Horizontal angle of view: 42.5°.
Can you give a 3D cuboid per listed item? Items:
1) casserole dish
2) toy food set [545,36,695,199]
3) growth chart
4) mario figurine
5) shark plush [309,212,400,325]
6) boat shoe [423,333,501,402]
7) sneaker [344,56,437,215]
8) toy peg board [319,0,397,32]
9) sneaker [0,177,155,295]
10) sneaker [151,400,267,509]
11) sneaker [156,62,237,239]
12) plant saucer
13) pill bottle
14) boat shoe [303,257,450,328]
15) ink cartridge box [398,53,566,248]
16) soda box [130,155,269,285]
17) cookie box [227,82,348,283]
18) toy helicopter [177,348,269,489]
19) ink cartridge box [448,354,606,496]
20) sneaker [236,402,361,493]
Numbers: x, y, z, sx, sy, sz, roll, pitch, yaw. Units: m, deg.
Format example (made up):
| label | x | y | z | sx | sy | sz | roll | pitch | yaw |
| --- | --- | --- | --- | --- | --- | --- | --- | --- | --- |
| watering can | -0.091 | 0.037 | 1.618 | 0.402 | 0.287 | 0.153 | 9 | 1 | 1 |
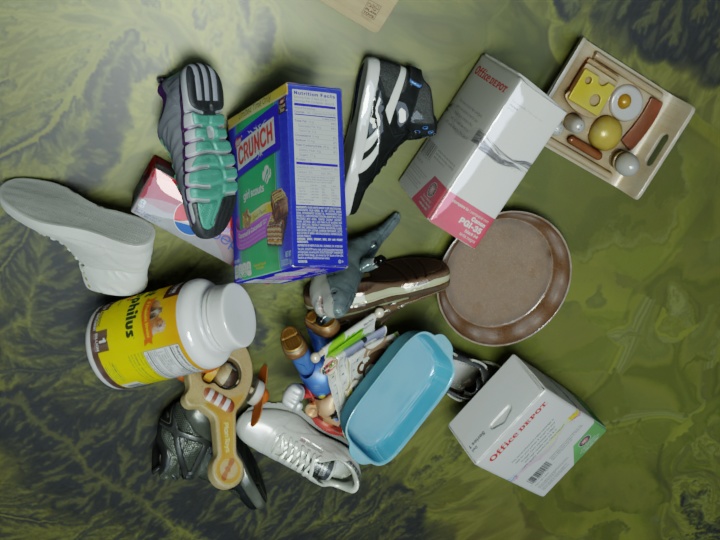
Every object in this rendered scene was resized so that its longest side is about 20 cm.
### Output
| label | x | y | z | sx | sy | sz | roll | pitch | yaw |
| --- | --- | --- | --- | --- | --- | --- | --- | --- | --- |
| casserole dish | 0.046 | 0.164 | 1.226 | 0.201 | 0.039 | 0.121 | -50 | 131 | -10 |
| toy food set | 0.328 | -0.198 | 1.223 | 0.198 | 0.061 | 0.145 | 25 | 106 | -21 |
| growth chart | 0.013 | 0.147 | 1.238 | 0.144 | 0.018 | 0.202 | -37 | 127 | -27 |
| mario figurine | -0.035 | 0.154 | 1.243 | 0.121 | 0.107 | 0.202 | -10 | 131 | 11 |
| shark plush | 0.000 | 0.000 | 1.183 | 0.199 | 0.082 | 0.092 | -34 | 111 | -43 |
| boat shoe | 0.156 | 0.156 | 1.333 | 0.199 | 0.060 | 0.074 | 34 | 101 | -23 |
| sneaker | 0.038 | -0.158 | 1.168 | 0.110 | 0.073 | 0.203 | 8 | 109 | -14 |
| toy peg board | -0.014 | -0.418 | 1.051 | 0.198 | 0.099 | 0.200 | 25 | 121 | -20 |
| sneaker | -0.350 | -0.032 | 1.135 | 0.197 | 0.074 | 0.117 | 22 | 135 | 3 |
| sneaker | -0.217 | 0.271 | 1.294 | 0.113 | 0.076 | 0.201 | -34 | 112 | 5 |
| sneaker | -0.200 | -0.137 | 1.097 | 0.074 | 0.087 | 0.204 | -2 | 89 | -50 |
| plant saucer | 0.198 | 0.008 | 1.296 | 0.196 | 0.035 | 0.204 | -4 | 113 | -9 |
| pill bottle | -0.230 | 0.075 | 1.133 | 0.197 | 0.110 | 0.110 | -15 | 118 | 22 |
| boat shoe | 0.026 | 0.037 | 1.252 | 0.198 | 0.075 | 0.076 | -9 | 118 | 6 |
| ink cartridge box | 0.148 | -0.152 | 1.155 | 0.082 | 0.147 | 0.201 | 28 | 104 | -23 |
| soda box | -0.186 | -0.062 | 1.161 | 0.198 | 0.070 | 0.064 | 29 | 102 | -22 |
| cookie box | -0.088 | -0.094 | 1.072 | 0.074 | 0.170 | 0.204 | 1 | 83 | -30 |
| toy helicopter | -0.174 | 0.185 | 1.225 | 0.130 | 0.079 | 0.204 | 6 | 70 | -33 |
| ink cartridge box | 0.243 | 0.227 | 1.337 | 0.145 | 0.084 | 0.199 | -48 | 134 | 10 |
| sneaker | -0.084 | 0.253 | 1.311 | 0.198 | 0.081 | 0.077 | 24 | 107 | -19 |
